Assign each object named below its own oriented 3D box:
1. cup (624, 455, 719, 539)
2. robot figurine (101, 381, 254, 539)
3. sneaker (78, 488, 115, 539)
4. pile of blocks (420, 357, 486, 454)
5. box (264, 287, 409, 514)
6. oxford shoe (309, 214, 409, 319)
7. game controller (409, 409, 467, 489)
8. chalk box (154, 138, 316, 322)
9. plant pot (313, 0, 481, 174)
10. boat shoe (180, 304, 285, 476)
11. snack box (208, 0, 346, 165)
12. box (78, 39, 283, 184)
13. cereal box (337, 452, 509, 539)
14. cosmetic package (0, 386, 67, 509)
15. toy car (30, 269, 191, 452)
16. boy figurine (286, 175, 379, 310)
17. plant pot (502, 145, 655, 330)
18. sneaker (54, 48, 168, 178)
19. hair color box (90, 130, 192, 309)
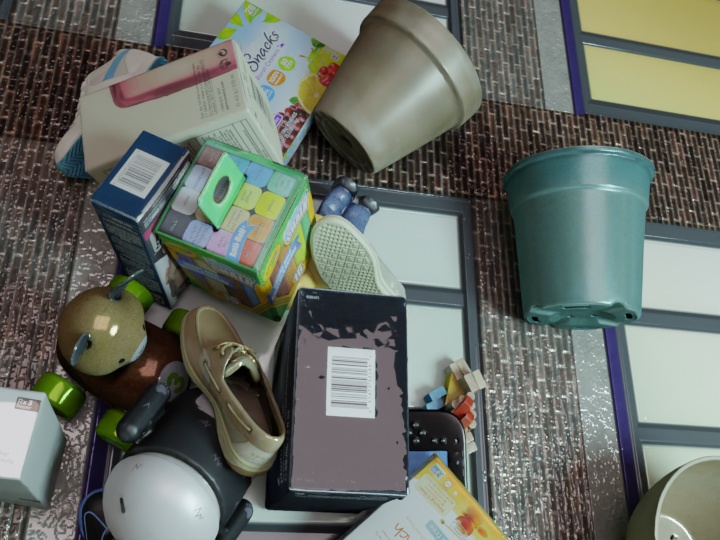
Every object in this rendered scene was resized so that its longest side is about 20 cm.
[{"bbox_3d":[0.392,0.331,0.847,0.198,0.143,0.202,5,66,-12],"label":"cup"},{"bbox_3d":[-0.174,0.201,0.743,0.149,0.125,0.200,26,32,6],"label":"robot figurine"},{"bbox_3d":[-0.215,0.299,0.737,0.200,0.078,0.070,45,64,7],"label":"sneaker"},{"bbox_3d":[0.105,0.195,0.876,0.081,0.062,0.202,14,64,-8],"label":"pile of blocks"},{"bbox_3d":[-0.032,0.150,0.782,0.122,0.199,0.202,6,66,-11],"label":"box"},{"bbox_3d":[0.000,0.000,0.887,0.075,0.200,0.058,-19,43,22],"label":"oxford shoe"},{"bbox_3d":[0.069,0.258,0.814,0.103,0.042,0.202,-3,83,18],"label":"game controller"},{"bbox_3d":[-0.128,-0.049,0.787,0.123,0.200,0.125,22,71,10],"label":"chalk box"},{"bbox_3d":[0.036,-0.232,0.989,0.200,0.200,0.174,43,81,6],"label":"plant pot"},{"bbox_3d":[-0.126,0.105,0.732,0.072,0.065,0.201,5,43,-38],"label":"boat shoe"},{"bbox_3d":[-0.138,-0.250,1.001,0.168,0.068,0.201,29,63,-1],"label":"snack box"},{"bbox_3d":[-0.208,-0.162,0.857,0.198,0.128,0.110,-18,65,6],"label":"box"},{"bbox_3d":[0.053,0.317,0.774,0.200,0.040,0.144,-42,84,-2],"label":"cereal box"},{"bbox_3d":[-0.353,0.169,0.689,0.112,0.200,0.082,10,65,-9],"label":"cosmetic package"},{"bbox_3d":[-0.251,0.075,0.757,0.157,0.200,0.165,29,63,-1],"label":"toy car"},{"bbox_3d":[-0.050,-0.023,0.928,0.124,0.064,0.201,39,65,-14],"label":"boy figurine"},{"bbox_3d":[0.288,-0.032,0.961,0.198,0.200,0.198,7,74,-12],"label":"plant pot"},{"bbox_3d":[-0.328,-0.202,0.935,0.080,0.077,0.201,22,64,20],"label":"sneaker"},{"bbox_3d":[-0.226,-0.050,0.814,0.060,0.200,0.100,24,63,8],"label":"hair color box"}]
